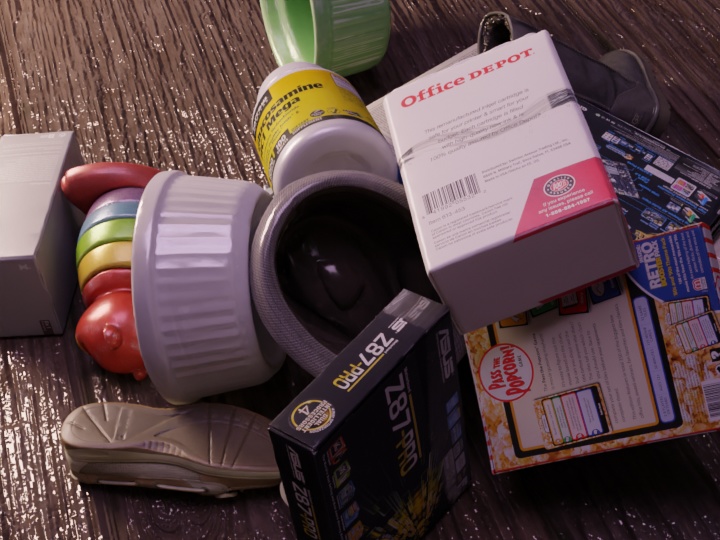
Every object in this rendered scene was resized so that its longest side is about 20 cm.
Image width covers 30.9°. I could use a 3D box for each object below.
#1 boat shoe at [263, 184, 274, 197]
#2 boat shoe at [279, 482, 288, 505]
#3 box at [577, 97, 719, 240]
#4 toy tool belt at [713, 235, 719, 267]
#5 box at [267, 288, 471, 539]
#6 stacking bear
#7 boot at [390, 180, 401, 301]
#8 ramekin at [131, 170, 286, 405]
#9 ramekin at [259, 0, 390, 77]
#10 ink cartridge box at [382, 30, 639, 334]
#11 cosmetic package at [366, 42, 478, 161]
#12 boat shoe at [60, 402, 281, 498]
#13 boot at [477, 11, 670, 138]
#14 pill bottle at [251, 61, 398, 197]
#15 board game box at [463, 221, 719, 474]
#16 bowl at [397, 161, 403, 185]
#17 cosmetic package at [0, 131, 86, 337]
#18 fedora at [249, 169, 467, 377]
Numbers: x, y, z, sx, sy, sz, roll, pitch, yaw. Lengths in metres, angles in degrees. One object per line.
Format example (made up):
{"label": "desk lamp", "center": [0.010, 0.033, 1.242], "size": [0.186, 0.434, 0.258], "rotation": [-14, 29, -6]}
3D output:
{"label": "boat shoe", "center": [-0.080, -0.057, 1.299], "size": [0.071, 0.070, 0.201], "rotation": [20, 51, 26]}
{"label": "boat shoe", "center": [0.014, 0.124, 1.075], "size": [0.072, 0.068, 0.200], "rotation": [32, 44, 20]}
{"label": "box", "center": [0.207, -0.069, 1.122], "size": [0.199, 0.046, 0.159], "rotation": [31, 46, 18]}
{"label": "toy tool belt", "center": [0.314, 0.047, 1.074], "size": [0.123, 0.125, 0.200], "rotation": [42, 39, 7]}
{"label": "box", "center": [0.013, 0.139, 0.971], "size": [0.049, 0.201, 0.161], "rotation": [21, 49, 31]}
{"label": "stacking bear", "center": [-0.222, 0.007, 1.231], "size": [0.113, 0.122, 0.201], "rotation": [-11, 51, 8]}
{"label": "boot", "center": [0.000, 0.000, 1.219], "size": [0.154, 0.072, 0.201], "rotation": [3, 64, 33]}
{"label": "ramekin", "center": [-0.122, 0.012, 1.130], "size": [0.094, 0.203, 0.203], "rotation": [-4, 42, 10]}
{"label": "ramekin", "center": [-0.042, -0.311, 1.484], "size": [0.097, 0.201, 0.200], "rotation": [-14, 42, -18]}
{"label": "ink cartridge box", "center": [0.110, -0.071, 0.999], "size": [0.144, 0.084, 0.201], "rotation": [-21, 46, 10]}
{"label": "cosmetic package", "center": [0.085, -0.152, 1.374], "size": [0.199, 0.073, 0.103], "rotation": [-31, 47, -23]}
{"label": "boat shoe", "center": [-0.150, 0.157, 1.094], "size": [0.199, 0.063, 0.073], "rotation": [3, 38, 3]}
{"label": "boot", "center": [0.208, -0.210, 1.340], "size": [0.199, 0.073, 0.182], "rotation": [16, 22, -16]}
{"label": "pill bottle", "center": [-0.041, -0.121, 1.215], "size": [0.112, 0.113, 0.200], "rotation": [-14, 31, -7]}
{"label": "board game box", "center": [0.183, 0.061, 0.994], "size": [0.199, 0.046, 0.152], "rotation": [-14, 83, 21]}
{"label": "bowl", "center": [0.127, -0.083, 1.179], "size": [0.199, 0.039, 0.201], "rotation": [9, 44, -9]}
{"label": "cosmetic package", "center": [-0.326, -0.038, 1.294], "size": [0.090, 0.107, 0.201], "rotation": [-2, 40, 7]}
{"label": "fedora", "center": [-0.003, 0.015, 1.088], "size": [0.200, 0.090, 0.177], "rotation": [37, 74, -2]}
